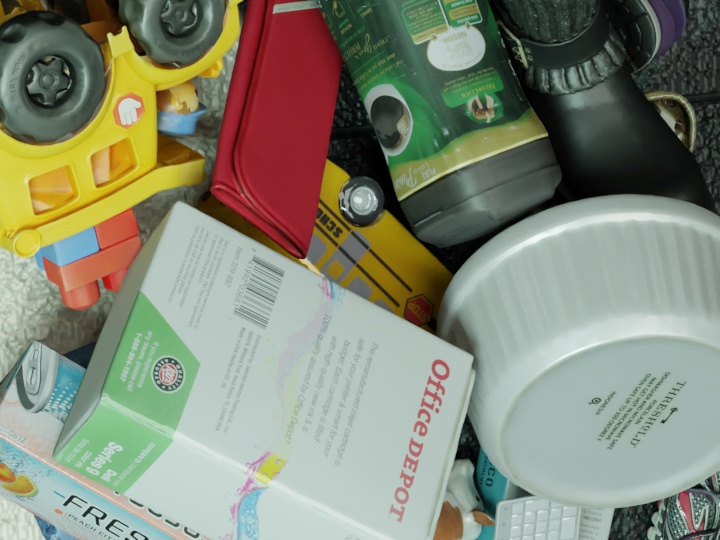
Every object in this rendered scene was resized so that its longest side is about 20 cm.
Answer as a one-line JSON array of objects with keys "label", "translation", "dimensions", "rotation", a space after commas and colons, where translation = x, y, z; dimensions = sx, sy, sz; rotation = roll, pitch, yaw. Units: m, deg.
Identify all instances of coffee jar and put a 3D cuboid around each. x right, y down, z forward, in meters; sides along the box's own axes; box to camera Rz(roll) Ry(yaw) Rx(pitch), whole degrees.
[{"label": "coffee jar", "translation": [0.044, -0.116, 1.561], "dimensions": [0.085, 0.104, 0.200], "rotation": [-21, 87, -25]}]

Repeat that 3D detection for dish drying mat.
[{"label": "dish drying mat", "translation": [-0.044, -0.103, 1.546], "dimensions": [0.077, 0.018, 0.200], "rotation": [39, 41, -30]}]

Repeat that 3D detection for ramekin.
[{"label": "ramekin", "translation": [0.149, 0.056, 1.548], "dimensions": [0.202, 0.094, 0.202], "rotation": [-5, 137, -5]}]

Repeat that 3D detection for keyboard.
[{"label": "keyboard", "translation": [0.105, 0.223, 1.650], "dimensions": [0.056, 0.011, 0.200], "rotation": [-4, 121, -13]}]

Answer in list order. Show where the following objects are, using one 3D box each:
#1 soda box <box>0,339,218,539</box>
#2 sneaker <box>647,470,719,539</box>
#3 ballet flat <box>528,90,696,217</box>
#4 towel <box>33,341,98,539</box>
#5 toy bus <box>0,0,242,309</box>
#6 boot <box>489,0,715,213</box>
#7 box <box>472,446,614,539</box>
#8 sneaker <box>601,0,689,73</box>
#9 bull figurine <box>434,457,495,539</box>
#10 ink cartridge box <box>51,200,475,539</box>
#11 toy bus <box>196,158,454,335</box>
[{"label": "soda box", "translation": [-0.122, 0.125, 1.488], "dimensions": [0.200, 0.064, 0.068], "rotation": [31, 54, -11]}, {"label": "sneaker", "translation": [0.230, 0.157, 1.715], "dimensions": [0.081, 0.075, 0.200], "rotation": [-12, 98, -23]}, {"label": "ballet flat", "translation": [0.154, -0.040, 1.643], "dimensions": [0.071, 0.071, 0.200], "rotation": [46, 56, -19]}, {"label": "towel", "translation": [-0.113, 0.081, 1.555], "dimensions": [0.200, 0.049, 0.112], "rotation": [-24, 101, -5]}, {"label": "toy bus", "translation": [-0.151, -0.084, 1.511], "dimensions": [0.200, 0.136, 0.192], "rotation": [-27, 117, -23]}, {"label": "boot", "translation": [0.138, -0.120, 1.563], "dimensions": [0.079, 0.211, 0.158], "rotation": [-28, 147, -23]}, {"label": "box", "translation": [0.123, 0.113, 1.678], "dimensions": [0.082, 0.049, 0.200], "rotation": [14, 87, -23]}, {"label": "sneaker", "translation": [0.138, -0.223, 1.667], "dimensions": [0.088, 0.076, 0.200], "rotation": [-36, 98, -50]}, {"label": "bull figurine", "translation": [-0.012, 0.161, 1.614], "dimensions": [0.200, 0.065, 0.121], "rotation": [-38, 105, -18]}, {"label": "ink cartridge box", "translation": [-0.050, 0.077, 1.461], "dimensions": [0.200, 0.088, 0.145], "rotation": [27, 52, -12]}, {"label": "toy bus", "translation": [0.000, 0.000, 1.608], "dimensions": [0.200, 0.065, 0.078], "rotation": [44, 76, -20]}]
